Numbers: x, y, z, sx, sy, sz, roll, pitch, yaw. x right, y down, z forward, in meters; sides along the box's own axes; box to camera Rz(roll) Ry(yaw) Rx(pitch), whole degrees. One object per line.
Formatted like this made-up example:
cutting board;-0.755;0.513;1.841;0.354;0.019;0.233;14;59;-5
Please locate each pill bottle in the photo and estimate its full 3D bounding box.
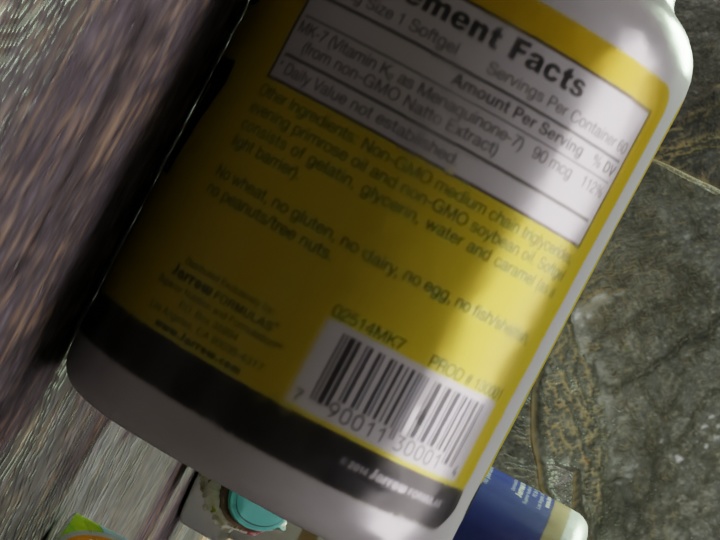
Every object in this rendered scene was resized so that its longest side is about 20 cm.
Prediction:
pill bottle;0.016;-0.035;0.632;0.201;0.114;0.114;-62;177;1
pill bottle;0.011;0.139;1.307;0.116;0.199;0.116;-63;176;-7

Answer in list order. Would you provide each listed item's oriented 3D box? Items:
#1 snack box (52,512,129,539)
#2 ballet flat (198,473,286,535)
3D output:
snack box;-0.071;0.173;0.734;0.053;0.142;0.200;-65;176;32
ballet flat;-0.025;0.034;1.186;0.200;0.075;0.064;-58;-152;4
